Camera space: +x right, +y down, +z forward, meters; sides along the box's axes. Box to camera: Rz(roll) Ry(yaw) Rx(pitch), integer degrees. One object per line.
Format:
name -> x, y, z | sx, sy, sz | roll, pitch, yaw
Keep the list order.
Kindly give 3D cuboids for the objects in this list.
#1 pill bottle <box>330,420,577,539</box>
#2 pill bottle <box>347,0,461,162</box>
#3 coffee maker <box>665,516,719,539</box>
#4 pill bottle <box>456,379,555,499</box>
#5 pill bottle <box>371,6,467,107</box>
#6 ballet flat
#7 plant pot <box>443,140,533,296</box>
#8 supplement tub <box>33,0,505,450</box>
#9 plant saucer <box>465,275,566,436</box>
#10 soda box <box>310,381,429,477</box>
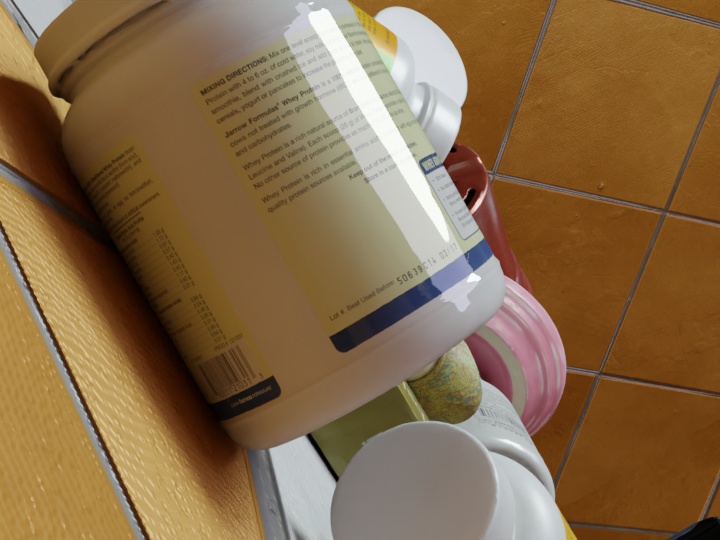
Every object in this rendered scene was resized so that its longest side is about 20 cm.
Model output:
pill bottle -> 0.060, 0.161, 0.669 | 0.200, 0.113, 0.113 | 56, 5, -48
pill bottle -> -0.034, -0.131, 0.879 | 0.200, 0.111, 0.111 | 31, 14, -21
coffee maker -> 0.177, 0.258, 0.821 | 0.135, 0.200, 0.192 | 58, 3, -8
pill bottle -> 0.081, 0.150, 1.064 | 0.115, 0.114, 0.200 | 59, 4, -17
pill bottle -> -0.015, -0.117, 1.042 | 0.114, 0.200, 0.115 | 19, 56, -31
ballet flat -> 0.007, 0.021, 0.882 | 0.200, 0.071, 0.071 | 56, 2, 13
plant pot -> 0.073, -0.021, 1.372 | 0.196, 0.200, 0.201 | 74, -8, -48
supplement tub -> -0.041, -0.038, 0.583 | 0.200, 0.145, 0.145 | 60, 3, -2
plant saucer -> 0.084, 0.088, 1.191 | 0.201, 0.200, 0.051 | 59, 33, -16
soda box -> 0.029, 0.136, 0.841 | 0.200, 0.064, 0.068 | 59, 4, -16
